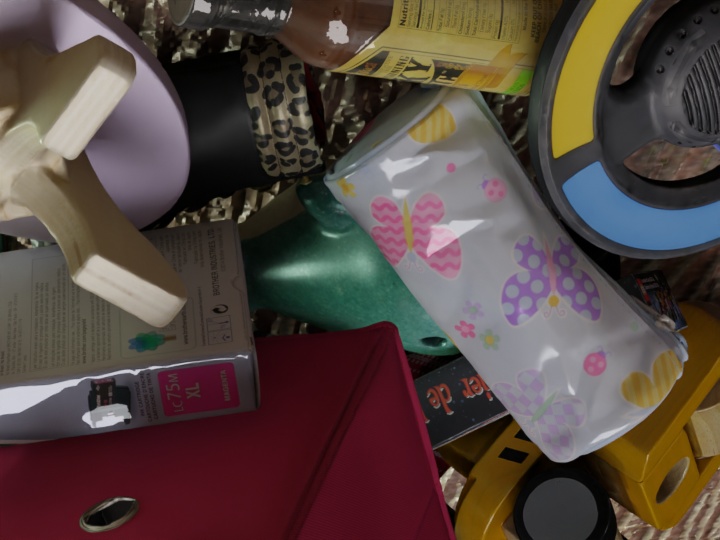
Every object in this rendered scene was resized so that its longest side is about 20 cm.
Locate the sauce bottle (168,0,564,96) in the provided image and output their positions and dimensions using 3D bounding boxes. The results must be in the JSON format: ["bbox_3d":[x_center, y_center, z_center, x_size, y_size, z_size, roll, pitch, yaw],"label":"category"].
[{"bbox_3d":[0.010,-0.121,1.174,0.199,0.065,0.065,6,149,-22],"label":"sauce bottle"}]

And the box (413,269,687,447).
[{"bbox_3d":[0.075,0.059,1.380,0.199,0.038,0.137,-27,175,12],"label":"box"}]

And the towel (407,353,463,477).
[{"bbox_3d":[0.029,0.076,1.527,0.144,0.023,0.200,18,125,-44],"label":"towel"}]

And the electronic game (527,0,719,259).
[{"bbox_3d":[0.166,-0.095,1.199,0.199,0.042,0.201,-16,126,-23],"label":"electronic game"}]

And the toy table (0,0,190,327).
[{"bbox_3d":[-0.164,-0.053,1.130,0.199,0.117,0.184,18,120,-20],"label":"toy table"}]

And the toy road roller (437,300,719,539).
[{"bbox_3d":[0.128,0.092,1.490,0.200,0.146,0.123,-49,154,-10],"label":"toy road roller"}]

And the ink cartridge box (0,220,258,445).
[{"bbox_3d":[-0.151,0.033,1.190,0.199,0.119,0.042,-6,121,-3],"label":"ink cartridge box"}]

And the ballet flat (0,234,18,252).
[{"bbox_3d":[-0.201,0.048,1.286,0.070,0.200,0.071,-1,124,-2],"label":"ballet flat"}]

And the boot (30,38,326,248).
[{"bbox_3d":[-0.090,-0.039,1.277,0.153,0.074,0.204,-8,144,2],"label":"boot"}]

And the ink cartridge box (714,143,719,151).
[{"bbox_3d":[0.303,-0.073,1.368,0.199,0.042,0.119,-21,149,26],"label":"ink cartridge box"}]

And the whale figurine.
[{"bbox_3d":[0.000,0.000,1.350,0.199,0.104,0.159,-12,152,11],"label":"whale figurine"}]

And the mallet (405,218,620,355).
[{"bbox_3d":[0.059,0.032,1.445,0.199,0.041,0.066,-27,149,2],"label":"mallet"}]

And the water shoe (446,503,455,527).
[{"bbox_3d":[0.026,0.185,1.519,0.079,0.071,0.200,-53,173,10],"label":"water shoe"}]

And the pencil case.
[{"bbox_3d":[0.072,-0.001,1.244,0.091,0.083,0.200,-35,101,32],"label":"pencil case"}]

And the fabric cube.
[{"bbox_3d":[-0.071,0.163,1.210,0.195,0.200,0.201,-6,119,21],"label":"fabric cube"}]

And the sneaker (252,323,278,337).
[{"bbox_3d":[-0.091,0.063,1.491,0.080,0.077,0.200,26,159,3],"label":"sneaker"}]
